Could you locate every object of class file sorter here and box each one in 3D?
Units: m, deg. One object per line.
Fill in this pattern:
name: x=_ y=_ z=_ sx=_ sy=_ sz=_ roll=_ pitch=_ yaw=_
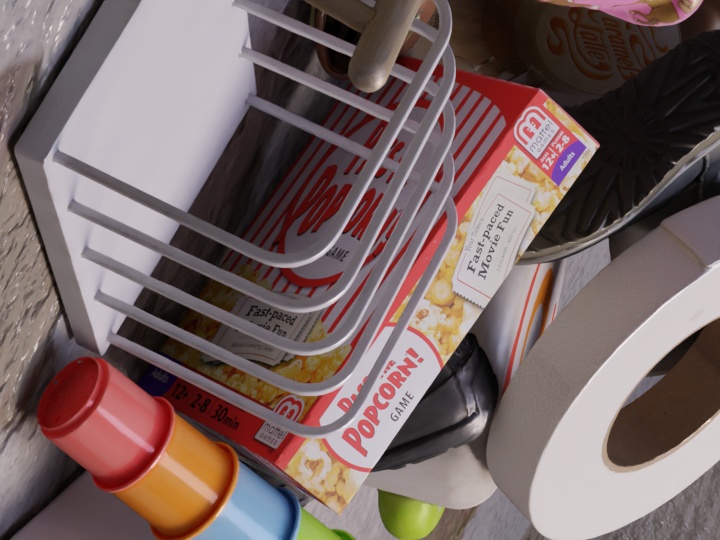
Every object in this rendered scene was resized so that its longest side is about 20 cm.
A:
file sorter: x=-0.038 y=-0.039 z=1.179 sx=0.139 sy=0.124 sz=0.200 roll=-61 pitch=168 yaw=-19

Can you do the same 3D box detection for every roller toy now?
roller toy: x=0.022 y=0.018 z=1.529 sx=0.183 sy=0.139 sz=0.201 roll=84 pitch=23 yaw=-63

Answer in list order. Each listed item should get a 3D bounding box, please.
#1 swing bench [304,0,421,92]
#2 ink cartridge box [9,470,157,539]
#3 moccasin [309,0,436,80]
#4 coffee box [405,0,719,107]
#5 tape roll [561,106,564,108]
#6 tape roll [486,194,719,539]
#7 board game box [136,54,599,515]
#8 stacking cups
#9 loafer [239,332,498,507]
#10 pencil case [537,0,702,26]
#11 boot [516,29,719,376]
swing bench: x=0.026 y=-0.207 z=1.034 sx=0.200 sy=0.129 sz=0.199 roll=-45 pitch=160 yaw=-37
ink cartridge box: x=-0.133 y=0.202 z=1.358 sx=0.145 sy=0.084 sz=0.201 roll=-44 pitch=156 yaw=-62
moccasin: x=0.024 y=-0.175 z=1.323 sx=0.202 sy=0.073 sz=0.078 roll=-60 pitch=180 yaw=31
coffee box: x=0.125 y=-0.142 z=1.467 sx=0.115 sy=0.199 sz=0.080 roll=100 pitch=2 yaw=-51
tape roll: x=0.141 y=-0.130 z=1.595 sx=0.201 sy=0.199 sz=0.066 roll=-62 pitch=167 yaw=-14
tape roll: x=0.148 y=0.047 z=1.450 sx=0.202 sy=0.037 sz=0.203 roll=-31 pitch=150 yaw=-21
board game box: x=0.000 y=0.000 z=1.346 sx=0.200 sy=0.046 sz=0.151 roll=-55 pitch=-151 yaw=-9
stacking cups: x=-0.055 y=0.103 z=1.287 sx=0.200 sy=0.060 sz=0.061 roll=45 pitch=64 yaw=-33
loafer: x=-0.032 y=0.073 z=1.423 sx=0.200 sy=0.071 sz=0.068 roll=-24 pitch=-157 yaw=17
pencil case: x=0.060 y=-0.149 z=1.247 sx=0.199 sy=0.087 sz=0.083 roll=3 pitch=135 yaw=-38
boot: x=0.131 y=-0.012 z=1.460 sx=0.181 sy=0.073 sz=0.200 roll=-27 pitch=154 yaw=-13
